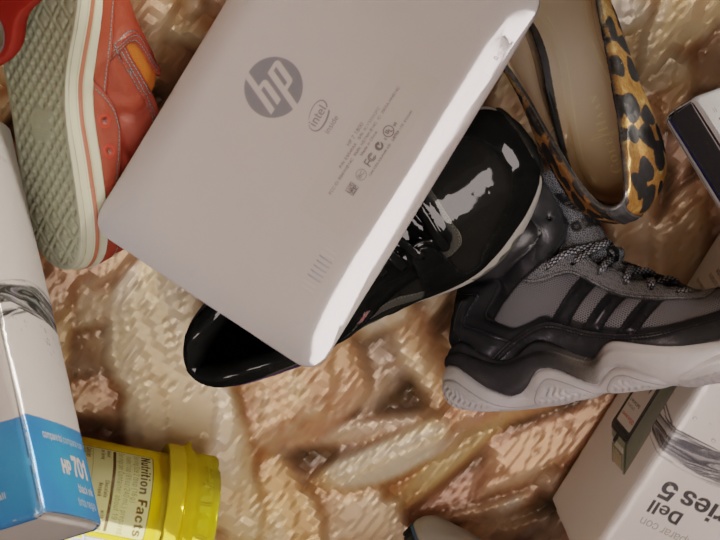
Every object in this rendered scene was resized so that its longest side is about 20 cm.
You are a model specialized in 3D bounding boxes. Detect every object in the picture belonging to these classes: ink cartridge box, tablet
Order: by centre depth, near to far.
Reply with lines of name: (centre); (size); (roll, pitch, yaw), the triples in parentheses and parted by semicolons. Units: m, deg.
tablet: (-0.021, -0.072, 1.126); (0.130, 0.014, 0.201); (32, 93, 14)
ink cartridge box: (-0.216, 0.038, 1.128); (0.146, 0.086, 0.201); (-17, 75, 11)
ink cartridge box: (0.213, 0.084, 1.266); (0.145, 0.084, 0.201); (25, 107, -16)

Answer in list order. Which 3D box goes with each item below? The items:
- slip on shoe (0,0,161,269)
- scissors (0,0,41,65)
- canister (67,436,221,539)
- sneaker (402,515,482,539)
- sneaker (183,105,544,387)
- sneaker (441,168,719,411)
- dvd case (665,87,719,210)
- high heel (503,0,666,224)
slip on shoe: (-0.127, -0.101, 1.163); (0.061, 0.074, 0.201); (-17, 112, -38)
scissors: (-0.136, -0.132, 1.110); (0.199, 0.014, 0.074); (-6, 107, 36)
canister: (-0.184, 0.144, 1.240); (0.199, 0.087, 0.149); (13, 110, -11)
sneaker: (0.100, 0.179, 1.249); (0.073, 0.200, 0.072); (-49, 142, -6)
sneaker: (0.000, 0.000, 1.167); (0.200, 0.088, 0.076); (-36, 92, 27)
sneaker: (0.122, 0.003, 1.187); (0.199, 0.075, 0.114); (-10, 84, 32)
dvd case: (0.237, -0.006, 1.160); (0.025, 0.150, 0.201); (-36, 81, 38)
high heel: (0.080, -0.118, 1.131); (0.071, 0.143, 0.200); (-29, 114, 16)
